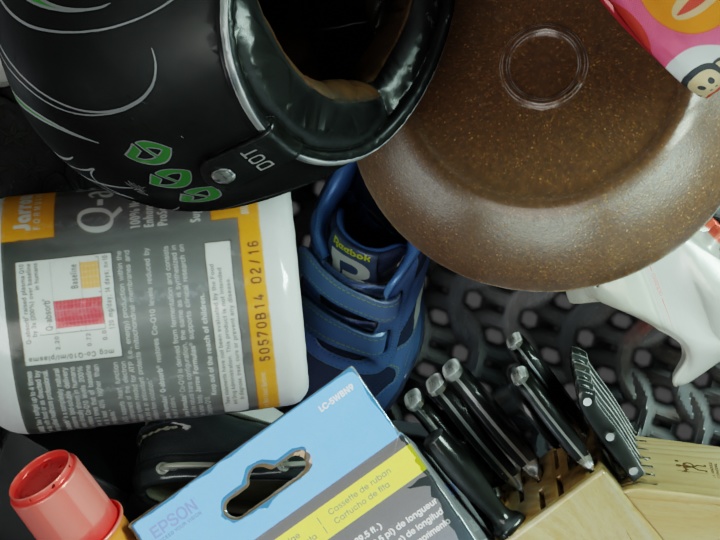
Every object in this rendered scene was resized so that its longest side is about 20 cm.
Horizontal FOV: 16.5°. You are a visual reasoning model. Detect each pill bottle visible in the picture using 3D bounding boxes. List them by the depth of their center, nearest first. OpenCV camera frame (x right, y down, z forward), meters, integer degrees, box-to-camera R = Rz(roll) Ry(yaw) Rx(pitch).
[{"bbox_3d":[-0.128,0.018,1.204,0.199,0.116,0.117,-6,107,-3],"label":"pill bottle"}]

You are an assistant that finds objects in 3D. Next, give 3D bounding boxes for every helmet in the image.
[{"bbox_3d":[-0.075,-0.127,1.140,0.190,0.200,0.201,5,111,43],"label":"helmet"}]

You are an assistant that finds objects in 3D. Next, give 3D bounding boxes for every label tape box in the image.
[{"bbox_3d":[0.002,0.168,1.237,0.144,0.063,0.200,-35,83,8],"label":"label tape box"}]

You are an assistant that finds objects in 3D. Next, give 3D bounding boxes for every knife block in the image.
[{"bbox_3d":[0.102,0.136,1.255,0.175,0.064,0.201,6,111,-1],"label":"knife block"}]

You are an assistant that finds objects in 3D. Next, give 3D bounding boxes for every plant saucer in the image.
[{"bbox_3d":[0.088,-0.091,1.169,0.199,0.037,0.201,-3,73,11],"label":"plant saucer"}]

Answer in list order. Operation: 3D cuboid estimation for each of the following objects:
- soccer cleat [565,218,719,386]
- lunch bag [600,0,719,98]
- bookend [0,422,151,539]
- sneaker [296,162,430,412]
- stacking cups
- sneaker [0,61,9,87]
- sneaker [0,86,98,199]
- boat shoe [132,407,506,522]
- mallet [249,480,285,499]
[{"bbox_3d":[0.112,-0.027,1.220,0.200,0.069,0.078,42,99,0],"label":"soccer cleat"},{"bbox_3d":[0.153,-0.155,1.093,0.082,0.200,0.176,-35,96,28],"label":"lunch bag"},{"bbox_3d":[-0.188,0.165,1.327,0.092,0.200,0.199,28,116,9],"label":"bookend"},{"bbox_3d":[0.000,0.000,1.267,0.074,0.082,0.201,21,117,12],"label":"sneaker"},{"bbox_3d":[-0.110,0.179,1.263,0.060,0.061,0.200,-22,119,25],"label":"stacking cups"},{"bbox_3d":[-0.166,-0.123,1.259,0.199,0.074,0.089,20,104,-20],"label":"sneaker"},{"bbox_3d":[-0.158,-0.035,1.286,0.200,0.104,0.060,41,147,-6],"label":"sneaker"},{"bbox_3d":[-0.019,0.112,1.295,0.199,0.061,0.076,8,145,4],"label":"boat shoe"},{"bbox_3d":[0.002,0.186,1.355,0.200,0.041,0.066,40,113,0],"label":"mallet"}]
